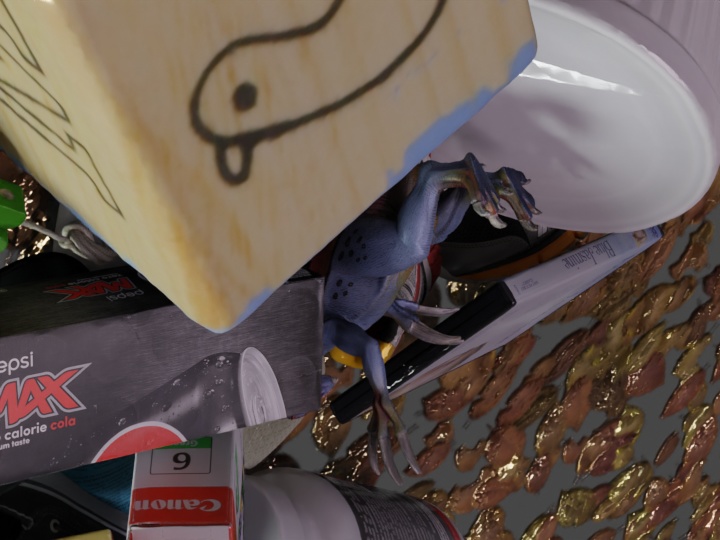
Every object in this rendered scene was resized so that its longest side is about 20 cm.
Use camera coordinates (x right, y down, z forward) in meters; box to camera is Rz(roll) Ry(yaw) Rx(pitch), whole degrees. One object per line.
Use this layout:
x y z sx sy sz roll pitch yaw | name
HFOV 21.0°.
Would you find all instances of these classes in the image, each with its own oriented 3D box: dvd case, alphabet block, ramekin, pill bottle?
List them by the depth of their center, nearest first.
-0.072 -0.136 0.760 0.195 0.196 0.200 -43 144 -15 | alphabet block
0.095 -0.112 0.979 0.094 0.202 0.203 -68 152 -25 | ramekin
0.083 0.027 1.143 0.143 0.018 0.200 -38 171 34 | dvd case
-0.027 0.179 1.161 0.200 0.116 0.116 23 103 -54 | pill bottle

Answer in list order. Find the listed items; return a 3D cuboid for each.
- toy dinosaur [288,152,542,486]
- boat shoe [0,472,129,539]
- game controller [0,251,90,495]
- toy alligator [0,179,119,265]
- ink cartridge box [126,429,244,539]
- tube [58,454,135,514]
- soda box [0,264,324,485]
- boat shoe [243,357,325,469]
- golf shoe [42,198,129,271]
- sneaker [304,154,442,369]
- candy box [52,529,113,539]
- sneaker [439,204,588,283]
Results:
0.000 0.000 0.975 0.181 0.200 0.105 -28 -179 22 | toy dinosaur
-0.160 0.145 0.991 0.069 0.057 0.200 -39 136 22 | boat shoe
-0.199 0.071 0.895 0.200 0.042 0.105 -31 121 -10 | game controller
-0.190 -0.029 0.831 0.054 0.059 0.200 -32 143 26 | toy alligator
-0.080 0.140 0.913 0.050 0.200 0.109 -1 122 -2 | ink cartridge box
-0.139 0.096 1.024 0.077 0.050 0.200 -17 138 -26 | tube
-0.112 0.041 0.859 0.200 0.063 0.071 -11 111 -37 | soda box
-0.066 0.042 1.044 0.075 0.062 0.200 -44 154 -18 | boat shoe
-0.074 -0.052 0.915 0.078 0.094 0.200 25 100 -48 | golf shoe
-0.002 -0.021 1.020 0.200 0.078 0.082 69 35 -50 | sneaker
-0.207 0.188 0.926 0.199 0.057 0.117 -12 149 -8 | candy box
0.117 -0.064 1.157 0.200 0.078 0.077 -36 114 -12 | sneaker
